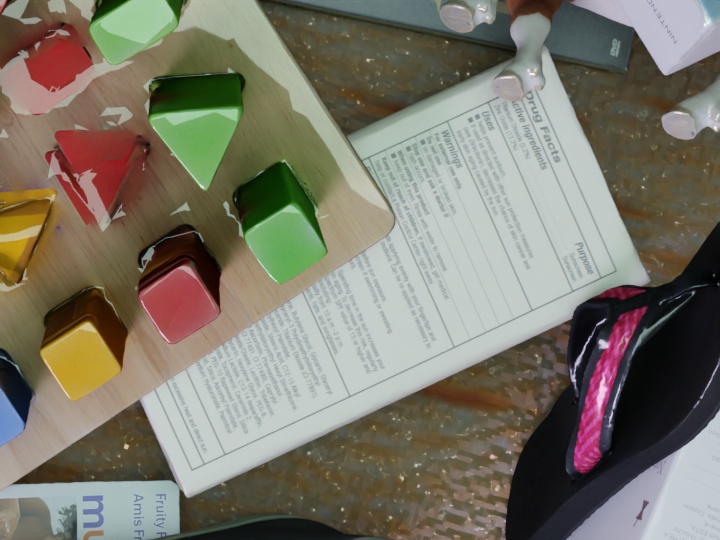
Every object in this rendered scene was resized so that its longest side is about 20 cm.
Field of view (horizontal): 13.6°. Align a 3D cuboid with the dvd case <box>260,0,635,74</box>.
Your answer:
[{"bbox_3d":[0.025,-0.172,1.212,0.199,0.016,0.150,11,90,-4],"label":"dvd case"}]

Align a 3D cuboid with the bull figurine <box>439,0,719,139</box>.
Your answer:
[{"bbox_3d":[0.093,-0.118,1.142,0.199,0.065,0.122,8,53,14],"label":"bull figurine"}]

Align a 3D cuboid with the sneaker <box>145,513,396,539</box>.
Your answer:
[{"bbox_3d":[-0.068,0.134,1.124,0.199,0.106,0.075,-20,96,-32],"label":"sneaker"}]

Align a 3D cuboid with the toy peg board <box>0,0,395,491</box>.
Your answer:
[{"bbox_3d":[-0.119,-0.038,1.075,0.199,0.098,0.201,-33,101,3],"label":"toy peg board"}]

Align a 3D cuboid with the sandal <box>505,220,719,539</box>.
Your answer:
[{"bbox_3d":[0.093,0.044,1.140,0.045,0.200,0.075,23,47,-15],"label":"sandal"}]

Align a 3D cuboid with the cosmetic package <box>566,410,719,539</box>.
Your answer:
[{"bbox_3d":[0.117,0.136,1.173,0.081,0.113,0.201,25,87,-10],"label":"cosmetic package"}]

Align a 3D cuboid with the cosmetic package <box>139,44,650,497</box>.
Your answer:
[{"bbox_3d":[0.000,0.000,1.183,0.199,0.073,0.104,-24,92,-4],"label":"cosmetic package"}]

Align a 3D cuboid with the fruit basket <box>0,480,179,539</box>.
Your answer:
[{"bbox_3d":[-0.165,0.176,1.165,0.199,0.094,0.187,0,91,-8],"label":"fruit basket"}]

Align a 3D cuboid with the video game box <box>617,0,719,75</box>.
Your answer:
[{"bbox_3d":[0.143,-0.187,1.103,0.199,0.047,0.183,-25,75,-29],"label":"video game box"}]
